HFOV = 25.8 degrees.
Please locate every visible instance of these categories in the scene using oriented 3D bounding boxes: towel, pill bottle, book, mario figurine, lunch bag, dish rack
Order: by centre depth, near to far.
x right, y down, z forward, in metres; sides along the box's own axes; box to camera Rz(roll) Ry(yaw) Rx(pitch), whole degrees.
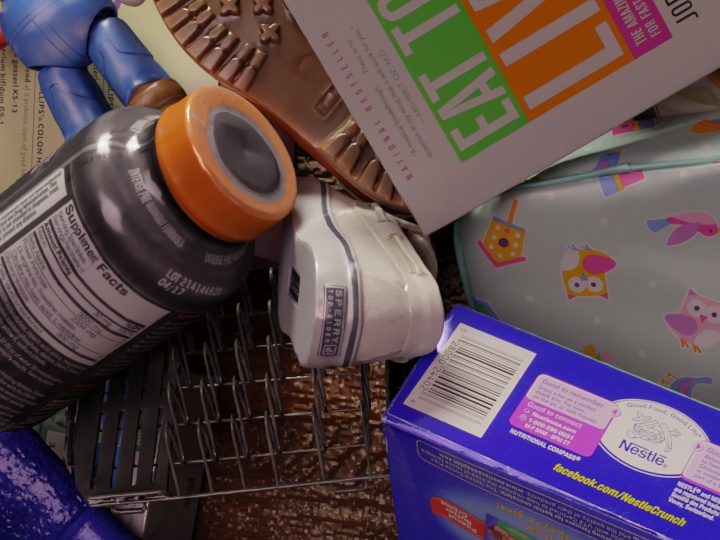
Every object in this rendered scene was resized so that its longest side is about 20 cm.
[{"bbox_3d":[0.081,-0.122,0.697,0.200,0.048,0.134,-31,100,6],"label":"book"},{"bbox_3d":[0.148,0.011,0.751,0.199,0.077,0.161,-8,111,25],"label":"lunch bag"},{"bbox_3d":[-0.124,-0.009,0.758,0.200,0.106,0.107,-32,72,29],"label":"pill bottle"},{"bbox_3d":[-0.054,0.052,0.808,0.199,0.055,0.154,-6,38,3],"label":"dish rack"},{"bbox_3d":[-0.176,-0.141,0.811,0.123,0.106,0.200,-30,77,-19],"label":"mario figurine"},{"bbox_3d":[-0.161,0.194,0.858,0.200,0.050,0.148,41,122,8],"label":"towel"}]

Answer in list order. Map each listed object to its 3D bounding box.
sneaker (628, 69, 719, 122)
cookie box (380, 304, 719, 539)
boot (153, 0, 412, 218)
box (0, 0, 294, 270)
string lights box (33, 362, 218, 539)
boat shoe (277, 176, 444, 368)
[{"bbox_3d":[0.094,-0.099,0.792,0.199,0.076,0.088,30,104,5],"label":"sneaker"},{"bbox_3d":[0.103,0.132,0.712,0.171,0.200,0.075,22,53,24],"label":"cookie box"},{"bbox_3d":[-0.032,-0.100,0.790,0.075,0.107,0.200,-44,87,-4],"label":"boot"},{"bbox_3d":[-0.144,-0.089,0.904,0.199,0.097,0.177,-3,82,24],"label":"box"},{"bbox_3d":[-0.189,0.094,0.919,0.199,0.059,0.103,8,87,24],"label":"string lights box"},{"bbox_3d":[0.000,0.000,0.738,0.069,0.200,0.071,4,100,-9],"label":"boat shoe"}]
